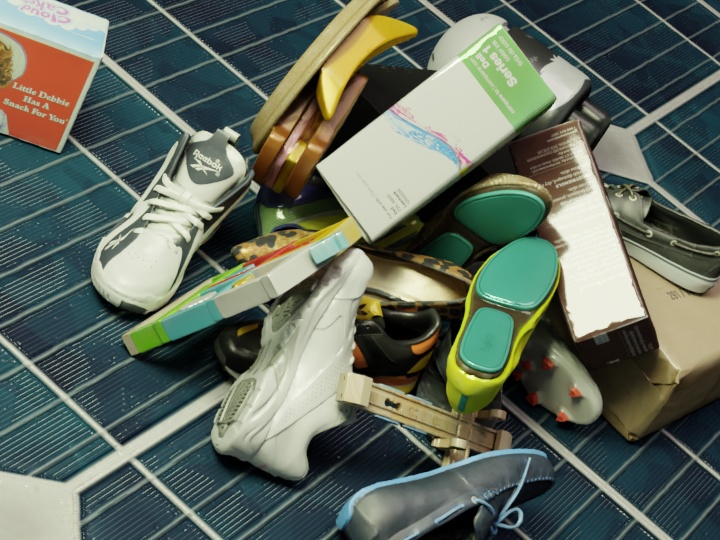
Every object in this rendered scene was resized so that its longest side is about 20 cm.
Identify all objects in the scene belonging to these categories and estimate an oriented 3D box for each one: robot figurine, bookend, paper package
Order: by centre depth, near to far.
[{"bbox_3d":[0.273,0.045,1.753,0.200,0.104,0.191,-18,57,-46],"label":"paper package"},{"bbox_3d":[0.057,-0.102,1.754,0.200,0.092,0.199,47,28,26],"label":"bookend"},{"bbox_3d":[0.164,-0.184,1.943,0.200,0.125,0.150,36,-8,7],"label":"robot figurine"}]

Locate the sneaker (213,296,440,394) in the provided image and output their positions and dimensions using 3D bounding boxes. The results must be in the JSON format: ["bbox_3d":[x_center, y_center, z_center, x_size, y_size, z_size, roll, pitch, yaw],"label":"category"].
[{"bbox_3d":[-0.025,0.052,1.535,0.200,0.090,0.070,6,41,-31],"label":"sneaker"}]

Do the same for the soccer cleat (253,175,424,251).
[{"bbox_3d":[-0.009,-0.028,1.689,0.200,0.065,0.084,19,66,-23],"label":"soccer cleat"}]

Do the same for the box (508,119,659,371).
[{"bbox_3d":[0.199,-0.022,1.629,0.100,0.075,0.200,50,23,-67],"label":"box"}]

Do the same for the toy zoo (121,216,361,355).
[{"bbox_3d":[-0.084,0.008,1.466,0.131,0.200,0.020,-37,102,-53],"label":"toy zoo"}]

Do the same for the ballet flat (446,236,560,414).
[{"bbox_3d":[0.113,0.048,1.524,0.067,0.067,0.200,20,40,10],"label":"ballet flat"}]

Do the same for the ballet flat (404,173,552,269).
[{"bbox_3d":[0.104,-0.050,1.613,0.070,0.200,0.065,38,53,-16],"label":"ballet flat"}]

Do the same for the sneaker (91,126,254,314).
[{"bbox_3d":[-0.152,-0.057,1.543,0.079,0.130,0.199,35,35,8],"label":"sneaker"}]

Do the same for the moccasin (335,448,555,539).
[{"bbox_3d":[0.075,0.198,1.456,0.200,0.081,0.068,-14,57,-27],"label":"moccasin"}]

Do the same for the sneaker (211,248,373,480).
[{"bbox_3d":[-0.036,0.078,1.465,0.099,0.078,0.200,36,76,-22],"label":"sneaker"}]

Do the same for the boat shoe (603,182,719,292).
[{"bbox_3d":[0.258,-0.052,1.725,0.200,0.057,0.069,29,34,0],"label":"boat shoe"}]

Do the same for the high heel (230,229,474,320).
[{"bbox_3d":[0.000,0.000,1.576,0.200,0.142,0.072,14,81,-29],"label":"high heel"}]

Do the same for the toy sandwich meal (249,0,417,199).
[{"bbox_3d":[-0.024,-0.156,1.597,0.070,0.205,0.205,40,35,-1],"label":"toy sandwich meal"}]

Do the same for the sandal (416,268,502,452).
[{"bbox_3d":[0.097,0.069,1.596,0.075,0.048,0.201,12,54,11],"label":"sandal"}]

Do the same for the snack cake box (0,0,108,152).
[{"bbox_3d":[-0.333,-0.194,1.593,0.200,0.115,0.067,20,36,-16],"label":"snack cake box"}]

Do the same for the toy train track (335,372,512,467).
[{"bbox_3d":[0.062,0.121,1.485,0.200,0.032,0.115,23,71,-40],"label":"toy train track"}]

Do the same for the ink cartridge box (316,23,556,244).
[{"bbox_3d":[0.066,-0.116,1.587,0.084,0.200,0.145,53,5,1],"label":"ink cartridge box"}]

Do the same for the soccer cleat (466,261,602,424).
[{"bbox_3d":[0.155,0.060,1.675,0.200,0.069,0.078,42,47,21],"label":"soccer cleat"}]
